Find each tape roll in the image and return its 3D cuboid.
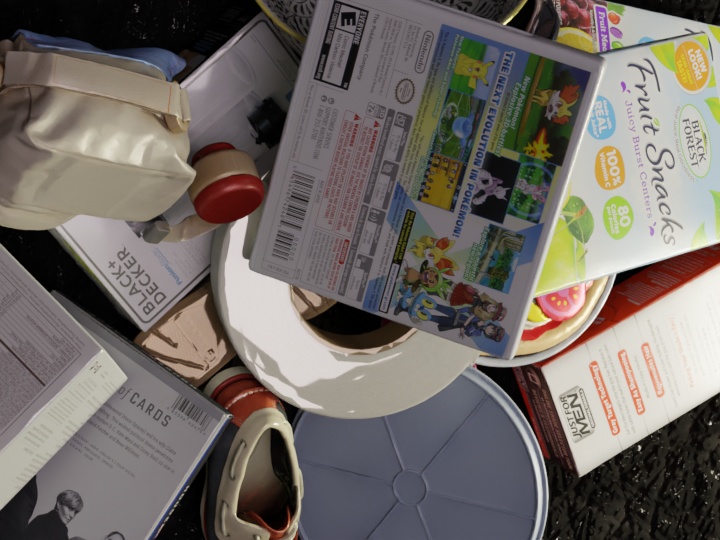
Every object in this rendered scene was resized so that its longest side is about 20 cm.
[{"bbox_3d":[0.000,0.000,1.276,0.201,0.037,0.205,-3,105,-13],"label":"tape roll"}]

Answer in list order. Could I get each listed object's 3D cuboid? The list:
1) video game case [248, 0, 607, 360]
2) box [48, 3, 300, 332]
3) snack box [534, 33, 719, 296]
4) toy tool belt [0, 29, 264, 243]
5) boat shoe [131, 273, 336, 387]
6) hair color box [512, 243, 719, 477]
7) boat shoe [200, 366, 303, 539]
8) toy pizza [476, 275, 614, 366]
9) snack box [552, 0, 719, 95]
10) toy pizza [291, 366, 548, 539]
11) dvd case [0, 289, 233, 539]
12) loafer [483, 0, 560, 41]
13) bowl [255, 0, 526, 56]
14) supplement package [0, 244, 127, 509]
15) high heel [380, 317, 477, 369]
[{"bbox_3d":[0.038,-0.064,1.185,0.181,0.022,0.202,19,110,8],"label":"video game case"},{"bbox_3d":[-0.115,-0.070,1.285,0.200,0.060,0.117,-42,115,-10],"label":"box"},{"bbox_3d":[0.157,-0.071,1.273,0.199,0.053,0.144,-15,96,-32],"label":"snack box"},{"bbox_3d":[-0.153,-0.098,1.169,0.199,0.124,0.125,5,145,-43],"label":"toy tool belt"},{"bbox_3d":[-0.079,0.018,1.320,0.199,0.065,0.072,-37,105,-10],"label":"boat shoe"},{"bbox_3d":[0.220,0.062,1.470,0.199,0.061,0.102,-28,112,-17],"label":"hair color box"},{"bbox_3d":[-0.071,0.158,1.331,0.071,0.063,0.201,-24,134,-24],"label":"boat shoe"},{"bbox_3d":[0.106,-0.032,1.378,0.198,0.032,0.202,2,86,-22],"label":"toy pizza"},{"bbox_3d":[0.210,-0.116,1.394,0.198,0.053,0.144,8,69,-26],"label":"snack box"},{"bbox_3d":[0.040,0.152,1.374,0.198,0.032,0.202,4,102,18],"label":"toy pizza"},{"bbox_3d":[-0.198,0.137,1.265,0.150,0.025,0.201,34,91,9],"label":"dvd case"},{"bbox_3d":[0.066,-0.115,1.312,0.072,0.063,0.201,34,87,12],"label":"loafer"},{"bbox_3d":[0.020,-0.187,1.277,0.200,0.201,0.095,-26,150,-17],"label":"bowl"},{"bbox_3d":[-0.270,0.078,1.170,0.151,0.152,0.200,44,82,6],"label":"supplement package"},{"bbox_3d":[0.070,0.094,1.389,0.067,0.096,0.202,-16,109,-20],"label":"high heel"}]
